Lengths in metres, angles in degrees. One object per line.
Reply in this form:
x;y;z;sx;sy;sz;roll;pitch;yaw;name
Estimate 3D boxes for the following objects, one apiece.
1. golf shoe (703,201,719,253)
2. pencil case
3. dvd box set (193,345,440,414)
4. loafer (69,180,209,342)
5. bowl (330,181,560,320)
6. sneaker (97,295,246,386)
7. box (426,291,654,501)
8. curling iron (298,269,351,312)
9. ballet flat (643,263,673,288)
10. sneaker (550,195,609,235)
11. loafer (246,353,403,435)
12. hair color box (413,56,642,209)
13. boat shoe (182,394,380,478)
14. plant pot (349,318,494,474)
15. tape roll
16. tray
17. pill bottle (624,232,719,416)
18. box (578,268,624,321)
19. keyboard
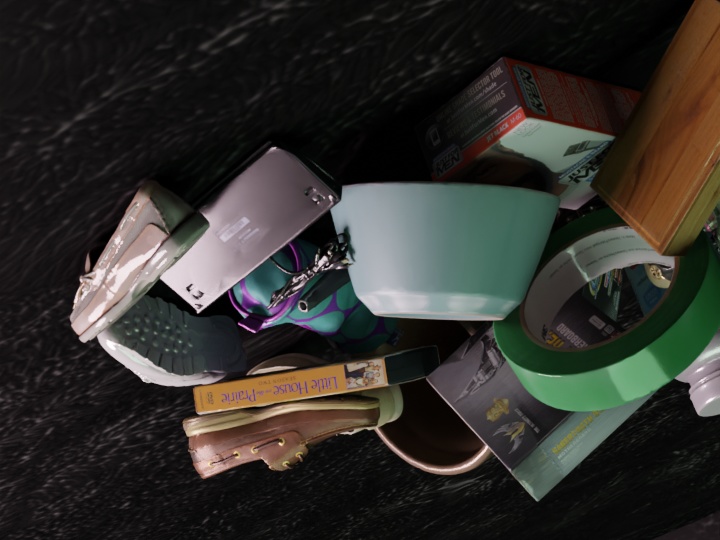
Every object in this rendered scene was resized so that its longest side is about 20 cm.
0.387;-0.066;1.660;0.092;0.073;0.200;-28;156;16;golf shoe
-0.039;0.025;1.513;0.200;0.085;0.093;22;91;-58;pencil case
-0.039;0.104;1.560;0.198;0.030;0.146;-10;178;23;dvd box set
-0.195;-0.010;1.363;0.200;0.063;0.072;-39;-176;45;loafer
0.069;-0.013;1.389;0.199;0.106;0.201;2;176;0;bowl
-0.189;0.077;1.540;0.080;0.077;0.200;-19;159;26;sneaker
0.162;0.096;1.470;0.158;0.200;0.048;-42;118;-1;box
0.000;0.000;1.460;0.025;0.050;0.200;-14;-171;30;curling iron
0.293;-0.047;1.559;0.057;0.066;0.201;-42;154;-27;ballet flat
0.192;-0.039;1.575;0.199;0.079;0.089;-23;155;8;sneaker
-0.052;0.130;1.687;0.199;0.076;0.068;-3;-169;36;loafer
0.154;-0.112;1.393;0.199;0.064;0.111;7;147;-45;hair color box
-0.074;0.161;1.603;0.198;0.068;0.072;-10;179;11;boat shoe
0.115;0.089;1.696;0.174;0.201;0.200;-23;167;-46;plant pot
0.211;0.028;1.396;0.199;0.201;0.048;-26;123;15;tape roll
0.270;-0.121;1.324;0.037;0.099;0.201;0;127;-40;tray
0.360;0.047;1.748;0.108;0.201;0.109;-17;158;-7;pill bottle
0.222;0.062;1.680;0.044;0.202;0.160;6;166;22;box
-0.085;-0.023;1.373;0.127;0.021;0.200;42;128;-16;keyboard
